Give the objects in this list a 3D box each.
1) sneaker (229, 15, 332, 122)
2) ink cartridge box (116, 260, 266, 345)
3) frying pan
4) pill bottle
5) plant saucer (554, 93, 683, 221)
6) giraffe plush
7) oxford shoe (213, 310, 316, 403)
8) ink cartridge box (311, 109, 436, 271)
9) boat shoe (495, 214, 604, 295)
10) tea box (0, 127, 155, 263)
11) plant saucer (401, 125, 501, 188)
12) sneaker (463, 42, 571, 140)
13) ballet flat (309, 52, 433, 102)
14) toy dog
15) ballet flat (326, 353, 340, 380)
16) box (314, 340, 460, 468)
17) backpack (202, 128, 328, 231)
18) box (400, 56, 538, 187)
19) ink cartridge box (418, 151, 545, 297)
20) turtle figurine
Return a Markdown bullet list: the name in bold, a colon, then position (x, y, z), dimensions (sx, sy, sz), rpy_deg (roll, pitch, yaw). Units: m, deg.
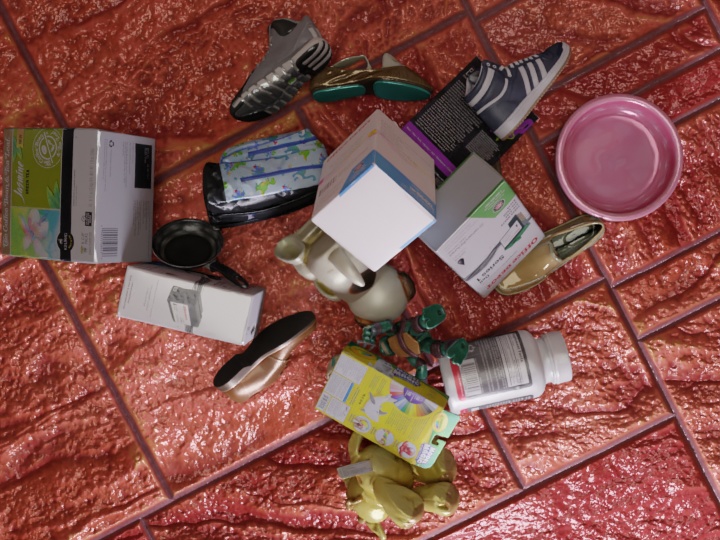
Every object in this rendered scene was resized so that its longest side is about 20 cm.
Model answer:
- **sneaker**: position (-0.141, -0.334, 1.342), dimensions (0.200, 0.075, 0.116), rpy_deg (-33, 63, 20)
- **ink cartridge box**: position (-0.262, 0.049, 1.321), dimensions (0.200, 0.145, 0.084), rpy_deg (14, 93, 1)
- **frying pan**: position (-0.244, -0.030, 1.340), dimensions (0.190, 0.115, 0.031), rpy_deg (18, 136, 10)
- **pill bottle**: position (0.229, 0.157, 1.326), dimensions (0.200, 0.111, 0.111), rpy_deg (-13, 93, 3)
- **plant saucer**: position (0.407, -0.178, 1.325), dimensions (0.200, 0.051, 0.201), rpy_deg (0, 90, 1)
- **giraffe plush**: position (0.042, 0.348, 1.328), dimensions (0.200, 0.162, 0.173), rpy_deg (6, 52, -13)
- **oxford shoe**: position (-0.145, 0.142, 1.373), dimensions (0.200, 0.071, 0.071), rpy_deg (-39, 119, 4)
- **ink cartridge box**: position (0.024, -0.125, 1.210), dimensions (0.125, 0.200, 0.129), rpy_deg (39, 120, -21)
- **boat shoe**: position (0.299, -0.028, 1.329), dimensions (0.200, 0.076, 0.072), rpy_deg (-36, 92, 4)
- **tea box**: position (-0.440, -0.116, 1.297), dimensions (0.196, 0.134, 0.200), rpy_deg (4, 94, 25)
- **plant saucer**: position (0.131, -0.157, 1.353), dimensions (0.200, 0.029, 0.201), rpy_deg (0, 94, 3)
- **sneaker**: position (0.240, -0.308, 1.293), dimensions (0.108, 0.070, 0.200), rpy_deg (39, 72, -5)
- **ballet flat**: position (0.017, -0.312, 1.337), dimensions (0.200, 0.068, 0.072), rpy_deg (-1, 75, 6)
- **toy dog**: position (0.000, 0.000, 1.297), dimensions (0.140, 0.194, 0.200), rpy_deg (-50, 124, -9)
- **ballet flat**: position (0.019, 0.221, 1.361), dimensions (0.200, 0.069, 0.069), rpy_deg (44, 94, -1)
- **box**: position (0.043, 0.205, 1.255), dimensions (0.200, 0.048, 0.117), rpy_deg (30, 115, 9)
- **backpack**: position (-0.141, -0.143, 1.305), dimensions (0.200, 0.163, 0.154), rpy_deg (-2, 78, -5)
- **box**: position (0.167, -0.223, 1.312), dimensions (0.143, 0.036, 0.200), rpy_deg (45, 75, -1)
- **ink cartridge box**: position (0.180, -0.063, 1.266), dimensions (0.146, 0.200, 0.084), rpy_deg (-46, 53, 5)
- **turtle figurine**: position (0.070, 0.117, 1.287), dimensions (0.150, 0.200, 0.101), rpy_deg (40, 54, -18)
